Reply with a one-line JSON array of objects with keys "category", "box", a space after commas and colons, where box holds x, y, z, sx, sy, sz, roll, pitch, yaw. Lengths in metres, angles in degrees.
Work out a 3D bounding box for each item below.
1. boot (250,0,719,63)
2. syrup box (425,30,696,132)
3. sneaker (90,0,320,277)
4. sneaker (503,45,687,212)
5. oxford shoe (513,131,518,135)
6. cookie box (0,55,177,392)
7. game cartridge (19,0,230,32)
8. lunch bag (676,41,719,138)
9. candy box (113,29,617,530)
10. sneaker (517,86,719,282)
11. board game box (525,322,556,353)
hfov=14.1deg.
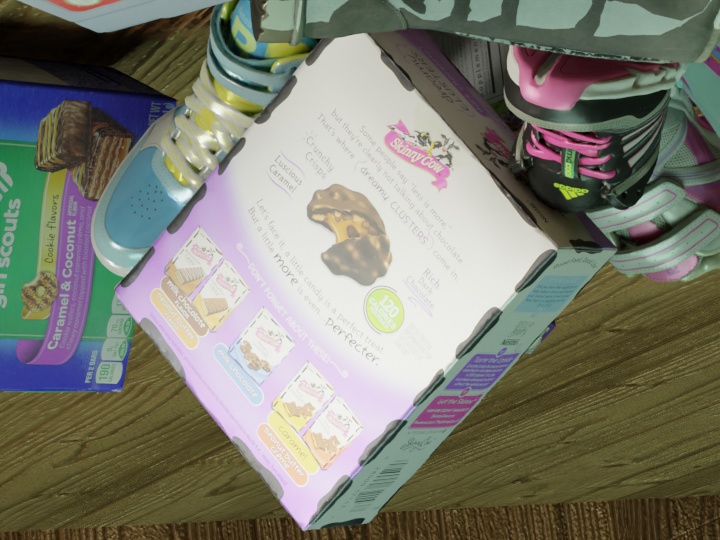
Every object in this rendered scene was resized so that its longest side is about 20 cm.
[{"category": "boot", "box": [0.060, -0.162, 1.160, 0.199, 0.073, 0.182, 1, 127, -8]}, {"category": "syrup box", "box": [0.103, -0.112, 1.564, 0.200, 0.082, 0.079, -19, 162, 39]}, {"category": "sneaker", "box": [-0.071, -0.085, 1.492, 0.200, 0.080, 0.131, -43, 161, -4]}, {"category": "sneaker", "box": [0.105, -0.066, 1.345, 0.073, 0.088, 0.200, 18, -171, 11]}, {"category": "oxford shoe", "box": [0.073, -0.040, 1.570, 0.073, 0.072, 0.200, 11, 170, 25]}, {"category": "cookie box", "box": [-0.211, -0.027, 1.546, 0.199, 0.172, 0.075, 3, -166, -39]}, {"category": "game cartridge", "box": [-0.112, -0.158, 1.350, 0.133, 0.041, 0.200, -17, 165, 24]}, {"category": "lunch bag", "box": [0.239, -0.138, 1.407, 0.160, 0.077, 0.200, -38, 172, -16]}, {"category": "candy box", "box": [0.000, 0.000, 1.443, 0.200, 0.168, 0.071, -48, 157, 21]}, {"category": "sneaker", "box": [0.153, -0.042, 1.515, 0.081, 0.089, 0.200, -16, 165, 32]}, {"category": "board game box", "box": [0.017, -0.040, 1.602, 0.032, 0.200, 0.120, -46, 150, 20]}]
